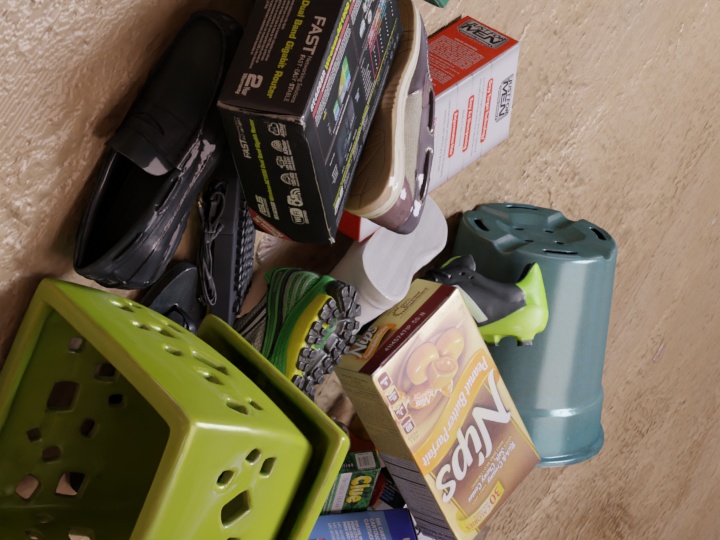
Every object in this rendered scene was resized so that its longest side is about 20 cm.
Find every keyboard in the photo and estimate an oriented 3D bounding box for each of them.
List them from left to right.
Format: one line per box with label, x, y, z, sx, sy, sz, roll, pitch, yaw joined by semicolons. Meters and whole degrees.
keyboard;-0.094;-0.037;1.315;0.127;0.020;0.201;-62;162;-51

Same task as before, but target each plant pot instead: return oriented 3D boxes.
plant pot;-0.136;0.140;1.230;0.181;0.200;0.200;7;113;-45
plant pot;0.149;0.052;1.681;0.200;0.199;0.197;-19;124;-51

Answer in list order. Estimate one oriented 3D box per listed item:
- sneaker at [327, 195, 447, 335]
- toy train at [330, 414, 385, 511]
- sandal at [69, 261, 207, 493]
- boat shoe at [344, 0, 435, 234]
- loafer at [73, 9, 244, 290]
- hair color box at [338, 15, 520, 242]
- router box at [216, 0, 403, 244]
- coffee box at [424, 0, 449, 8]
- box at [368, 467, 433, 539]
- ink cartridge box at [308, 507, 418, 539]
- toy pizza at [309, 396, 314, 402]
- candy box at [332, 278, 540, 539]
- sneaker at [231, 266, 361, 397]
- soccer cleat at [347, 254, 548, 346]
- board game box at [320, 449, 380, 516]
sneaker;0.000;0.000;1.510;0.115;0.074;0.200;-39;-174;29
toy train;0.001;0.149;1.613;0.116;0.084;0.201;-54;163;-35
sandal;-0.153;0.090;1.351;0.075;0.048;0.201;3;114;-59
boat shoe;0.023;-0.114;1.342;0.065;0.072;0.201;42;40;-41
loafer;-0.134;-0.080;1.199;0.070;0.068;0.201;7;110;-59
hair color box;0.044;-0.118;1.465;0.200;0.061;0.102;-35;143;-37
router box;-0.030;-0.141;1.236;0.150;0.062;0.201;79;25;-58
coffee box;0.081;-0.312;1.356;0.201;0.044;0.123;-58;152;-4
box;0.010;0.283;1.792;0.201;0.060;0.117;-57;152;-6
ink cartridge box;-0.028;0.273;1.560;0.199;0.077;0.137;-1;145;-19
toy pizza;-0.110;0.155;1.494;0.200;0.032;0.201;-45;155;-28
candy box;0.067;0.121;1.507;0.115;0.055;0.201;-44;124;-26
sneaker;-0.080;0.089;1.393;0.201;0.085;0.078;-58;147;-14
soccer cleat;0.064;0.029;1.565;0.068;0.199;0.082;153;-66;-83
board game box;-0.048;0.220;1.562;0.104;0.024;0.200;-4;145;-14
